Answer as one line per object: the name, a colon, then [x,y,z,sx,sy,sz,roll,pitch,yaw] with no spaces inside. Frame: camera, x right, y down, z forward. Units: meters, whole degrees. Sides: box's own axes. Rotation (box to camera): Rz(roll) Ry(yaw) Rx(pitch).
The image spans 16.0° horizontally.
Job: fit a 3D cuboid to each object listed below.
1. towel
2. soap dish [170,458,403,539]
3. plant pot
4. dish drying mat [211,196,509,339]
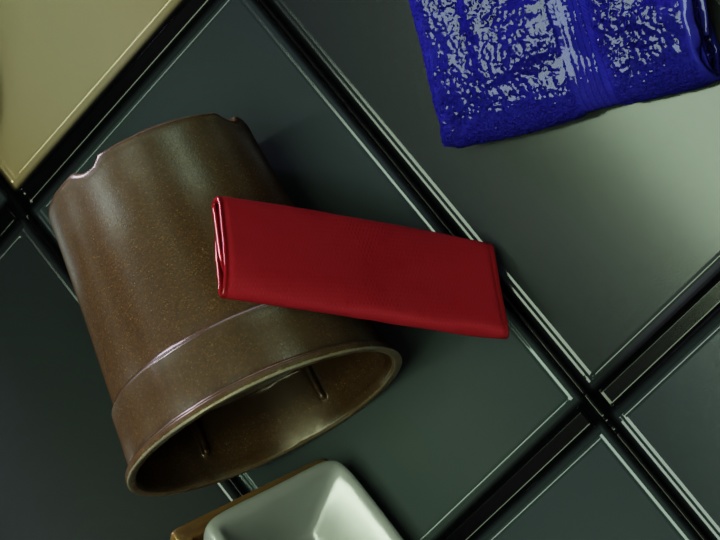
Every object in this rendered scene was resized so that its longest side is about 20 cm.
towel: [0.124,-0.169,1.645,0.199,0.049,0.148,-14,88,28]
soap dish: [-0.023,0.235,1.707,0.200,0.157,0.081,51,131,14]
plant pot: [-0.103,0.017,1.712,0.200,0.200,0.199,-35,71,26]
dish drying mat: [0.000,0.000,1.647,0.018,0.199,0.077,126,145,-45]
